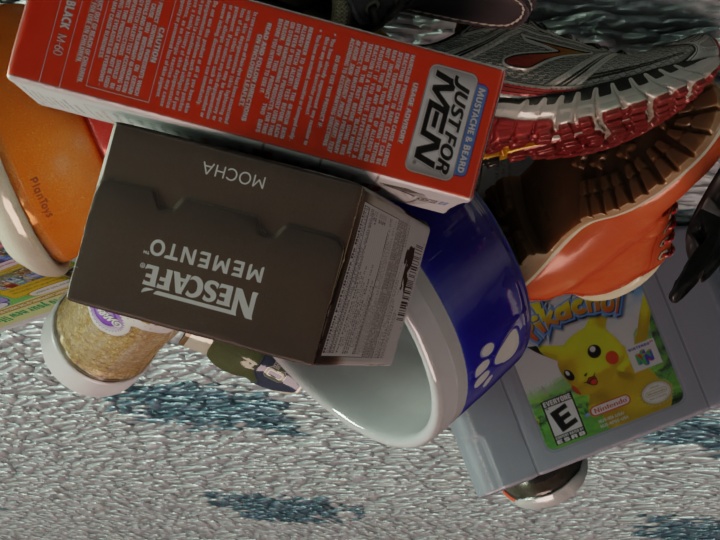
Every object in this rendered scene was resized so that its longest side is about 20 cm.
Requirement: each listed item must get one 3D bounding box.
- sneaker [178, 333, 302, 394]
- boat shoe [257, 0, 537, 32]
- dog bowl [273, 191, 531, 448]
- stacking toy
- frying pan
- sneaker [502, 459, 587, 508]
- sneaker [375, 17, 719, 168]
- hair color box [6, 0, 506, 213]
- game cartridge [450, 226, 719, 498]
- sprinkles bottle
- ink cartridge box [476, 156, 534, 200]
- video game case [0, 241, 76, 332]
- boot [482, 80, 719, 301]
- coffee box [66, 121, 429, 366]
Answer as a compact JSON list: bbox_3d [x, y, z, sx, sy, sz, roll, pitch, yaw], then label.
[{"bbox_3d":[-0.053,0.038,1.213,0.090,0.067,0.200,31,-167,3],"label":"sneaker"},{"bbox_3d":[-0.010,-0.136,0.836,0.200,0.065,0.072,13,160,-23],"label":"boat shoe"},{"bbox_3d":[0.000,0.000,1.043,0.200,0.079,0.200,39,153,25],"label":"dog bowl"},{"bbox_3d":[-0.099,-0.091,0.920,0.200,0.146,0.146,-18,160,1],"label":"stacking toy"},{"bbox_3d":[0.190,-0.022,0.979,0.031,0.190,0.115,34,147,15],"label":"frying pan"},{"bbox_3d":[0.089,0.071,1.244,0.077,0.200,0.082,-27,143,5],"label":"sneaker"},{"bbox_3d":[0.086,-0.100,0.909,0.200,0.082,0.078,-9,170,-13],"label":"sneaker"},{"bbox_3d":[-0.045,-0.081,0.807,0.200,0.064,0.111,16,178,-3],"label":"hair color box"},{"bbox_3d":[0.145,0.051,1.183,0.200,0.133,0.040,-22,171,0],"label":"game cartridge"},{"bbox_3d":[-0.123,0.007,1.044,0.068,0.068,0.200,13,150,-22],"label":"sprinkles bottle"},{"bbox_3d":[0.023,-0.039,1.153,0.174,0.044,0.200,14,160,-28],"label":"ink cartridge box"},{"bbox_3d":[-0.260,-0.006,1.142,0.182,0.022,0.200,21,155,-39],"label":"video game case"},{"bbox_3d":[0.151,-0.043,1.030,0.107,0.075,0.200,12,146,-33],"label":"boot"},{"bbox_3d":[-0.044,-0.007,0.842,0.113,0.080,0.200,16,180,11],"label":"coffee box"}]
